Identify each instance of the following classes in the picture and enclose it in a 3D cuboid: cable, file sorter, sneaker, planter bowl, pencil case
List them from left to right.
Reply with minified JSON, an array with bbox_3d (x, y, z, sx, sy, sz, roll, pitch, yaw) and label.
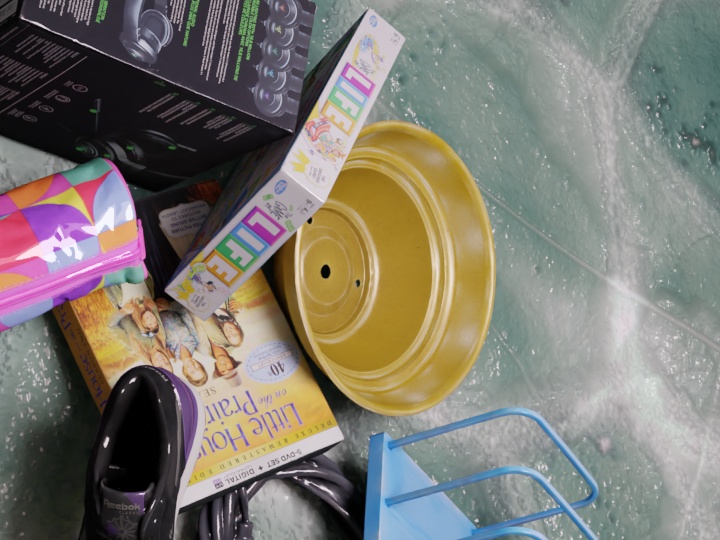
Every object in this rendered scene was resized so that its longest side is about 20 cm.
[{"bbox_3d":[-0.222,0.003,0.971,0.199,0.088,0.089,-25,95,-23],"label":"pencil case"},{"bbox_3d":[-0.139,0.153,0.952,0.075,0.088,0.201,4,80,4],"label":"sneaker"},{"bbox_3d":[-0.048,0.207,1.105,0.163,0.051,0.201,-35,103,-31],"label":"cable"},{"bbox_3d":[0.000,0.000,1.148,0.200,0.083,0.201,3,85,-46],"label":"planter bowl"},{"bbox_3d":[0.086,0.211,1.087,0.139,0.122,0.201,48,33,-39],"label":"file sorter"}]

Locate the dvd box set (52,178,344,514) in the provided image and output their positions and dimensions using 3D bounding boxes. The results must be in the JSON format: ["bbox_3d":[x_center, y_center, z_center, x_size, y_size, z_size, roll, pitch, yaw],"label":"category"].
[{"bbox_3d":[-0.113,0.047,1.068,0.146,0.029,0.201,-18,76,-37],"label":"dvd box set"}]

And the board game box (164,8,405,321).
[{"bbox_3d":[-0.046,-0.071,1.068,0.034,0.134,0.200,38,39,-11],"label":"board game box"}]

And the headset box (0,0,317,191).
[{"bbox_3d":[-0.148,-0.133,1.022,0.199,0.174,0.093,20,69,-31],"label":"headset box"}]
